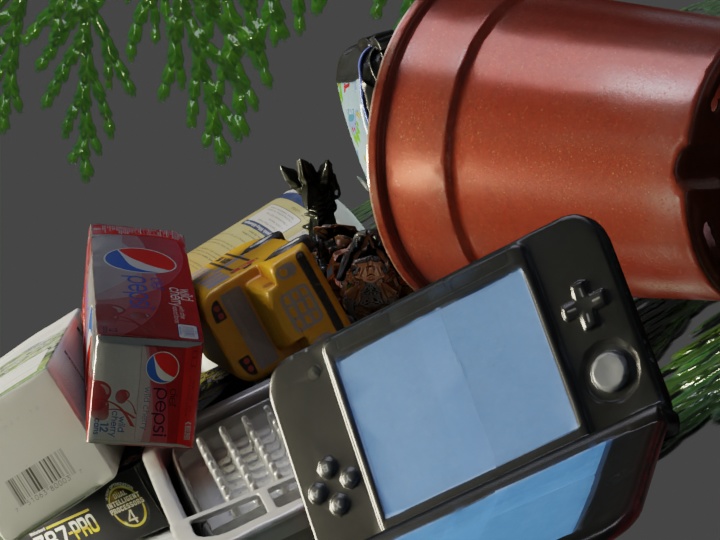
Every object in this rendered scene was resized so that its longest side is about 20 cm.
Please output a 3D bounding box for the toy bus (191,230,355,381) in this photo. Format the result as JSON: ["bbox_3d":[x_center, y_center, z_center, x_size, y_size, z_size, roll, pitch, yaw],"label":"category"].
[{"bbox_3d":[-0.062,0.022,1.431,0.078,0.065,0.200,-30,7,-8],"label":"toy bus"}]

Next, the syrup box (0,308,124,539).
[{"bbox_3d":[-0.194,0.092,1.422,0.078,0.082,0.200,-31,7,3],"label":"syrup box"}]

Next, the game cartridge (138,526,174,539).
[{"bbox_3d":[-0.067,0.141,1.410,0.133,0.041,0.200,-39,10,-32],"label":"game cartridge"}]

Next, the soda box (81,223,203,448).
[{"bbox_3d":[-0.133,0.037,1.379,0.063,0.071,0.200,4,19,-9],"label":"soda box"}]

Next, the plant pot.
[{"bbox_3d":[0.140,-0.067,1.286,0.194,0.202,0.200,8,31,40],"label":"plant pot"}]

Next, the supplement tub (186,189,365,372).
[{"bbox_3d":[-0.084,0.042,1.754,0.199,0.145,0.144,-32,7,-21],"label":"supplement tub"}]

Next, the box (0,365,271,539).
[{"bbox_3d":[-0.129,0.120,1.478,0.161,0.049,0.200,-27,8,39],"label":"box"}]

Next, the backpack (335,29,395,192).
[{"bbox_3d":[0.085,-0.093,1.766,0.182,0.202,0.147,-15,3,-11],"label":"backpack"}]

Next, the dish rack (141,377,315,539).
[{"bbox_3d":[-0.028,0.105,1.277,0.171,0.044,0.200,-26,19,-6],"label":"dish rack"}]

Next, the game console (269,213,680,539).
[{"bbox_3d":[0.035,0.080,1.078,0.199,0.174,0.118,-27,-20,22],"label":"game console"}]

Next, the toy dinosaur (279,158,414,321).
[{"bbox_3d":[0.000,0.000,1.484,0.101,0.137,0.200,0,-14,-20],"label":"toy dinosaur"}]
